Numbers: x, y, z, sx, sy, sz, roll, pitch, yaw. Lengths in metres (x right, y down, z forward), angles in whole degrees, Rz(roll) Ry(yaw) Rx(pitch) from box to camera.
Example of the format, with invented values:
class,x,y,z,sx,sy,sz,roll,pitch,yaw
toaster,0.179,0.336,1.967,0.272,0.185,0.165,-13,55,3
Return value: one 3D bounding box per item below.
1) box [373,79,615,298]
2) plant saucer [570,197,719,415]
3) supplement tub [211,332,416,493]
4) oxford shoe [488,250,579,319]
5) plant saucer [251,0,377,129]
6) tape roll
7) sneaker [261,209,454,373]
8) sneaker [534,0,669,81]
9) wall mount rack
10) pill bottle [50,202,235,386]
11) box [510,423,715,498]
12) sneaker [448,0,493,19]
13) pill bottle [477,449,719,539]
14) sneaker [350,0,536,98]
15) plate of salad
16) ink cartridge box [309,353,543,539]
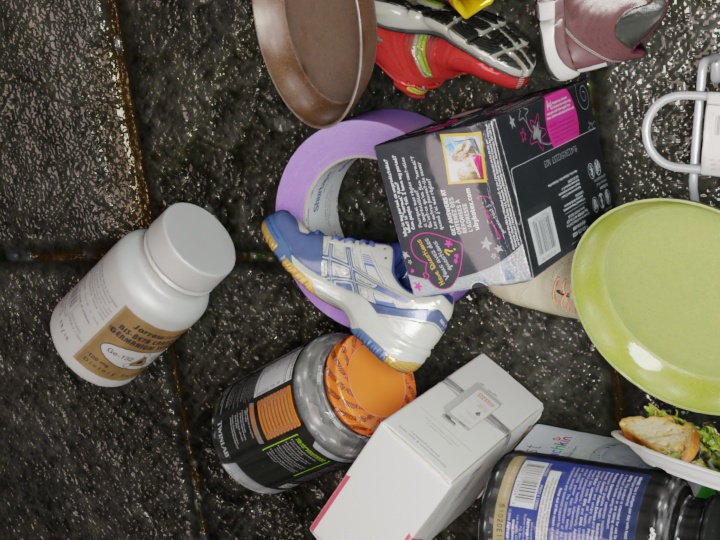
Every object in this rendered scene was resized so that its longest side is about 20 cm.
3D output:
class,x,y,z,sx,sy,sz,roll,pitch,yaw
box,0.116,-0.069,1.113,0.114,0.200,0.133,-9,100,33
plant saucer,0.261,0.024,1.054,0.199,0.031,0.201,23,135,25
supplement tub,-0.045,0.134,1.295,0.199,0.122,0.123,-28,90,45
oxford shoe,0.193,0.011,1.169,0.199,0.074,0.071,2,106,29
plant saucer,-0.039,-0.229,1.209,0.200,0.034,0.202,35,132,49
tape roll,0.021,-0.046,1.256,0.199,0.066,0.202,9,109,28
sneaker,0.000,0.000,1.214,0.200,0.075,0.088,41,97,16
sneaker,0.192,-0.257,1.084,0.115,0.076,0.201,-6,119,14
wall mount rack,0.327,-0.080,1.070,0.199,0.074,0.175,9,106,27
pill bottle,-0.221,0.024,1.386,0.200,0.114,0.115,-41,84,32
box,0.222,0.258,1.218,0.175,0.097,0.202,8,110,25
sneaker,0.100,-0.268,1.066,0.073,0.200,0.077,-33,79,-8
pill bottle,0.204,0.212,1.090,0.199,0.112,0.113,5,108,28
sneaker,0.067,-0.189,1.188,0.199,0.077,0.086,26,122,32
plate of salad,0.301,0.149,1.086,0.199,0.200,0.048,15,90,25
ink cartridge box,0.063,0.178,1.221,0.083,0.200,0.147,40,121,15
